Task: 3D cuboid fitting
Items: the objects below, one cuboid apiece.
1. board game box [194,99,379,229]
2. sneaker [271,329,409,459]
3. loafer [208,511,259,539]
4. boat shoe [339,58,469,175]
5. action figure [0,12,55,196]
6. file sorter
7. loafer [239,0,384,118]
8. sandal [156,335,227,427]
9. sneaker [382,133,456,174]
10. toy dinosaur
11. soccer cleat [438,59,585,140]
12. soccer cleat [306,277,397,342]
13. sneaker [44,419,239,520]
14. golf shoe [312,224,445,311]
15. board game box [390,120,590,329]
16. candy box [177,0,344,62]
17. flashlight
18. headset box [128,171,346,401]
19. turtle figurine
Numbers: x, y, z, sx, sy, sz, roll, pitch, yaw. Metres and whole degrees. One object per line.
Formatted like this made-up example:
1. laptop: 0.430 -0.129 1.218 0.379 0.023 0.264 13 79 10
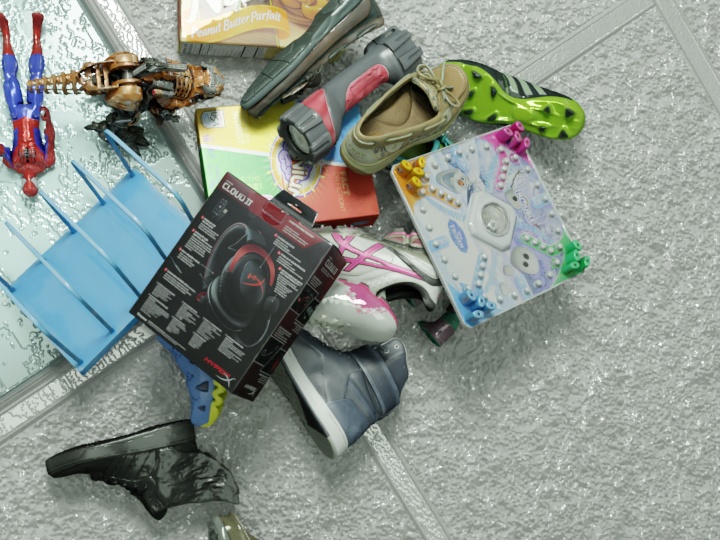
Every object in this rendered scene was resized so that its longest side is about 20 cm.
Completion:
1. board game box: -0.087 -0.120 1.085 0.196 0.040 0.156 -8 77 -15
2. sneaker: -0.032 0.094 1.080 0.145 0.077 0.204 -31 85 -23
3. loafer: -0.100 0.349 1.046 0.069 0.075 0.202 -38 99 -26
4. boat shoe: 0.061 -0.182 1.055 0.073 0.063 0.200 43 63 8
5. action figure: -0.369 -0.185 1.006 0.064 0.099 0.205 -5 89 -13
6. file sorter: -0.283 -0.025 0.975 0.138 0.123 0.200 39 76 20
7. loafer: -0.051 -0.241 1.058 0.200 0.072 0.063 -46 117 -2
8. sandal: -0.189 0.074 1.043 0.085 0.080 0.205 -2 78 -9
9. sneaker: 0.095 -0.130 1.125 0.196 0.080 0.079 16 81 -13
10. toy dinosaur: -0.253 -0.204 1.006 0.197 0.135 0.104 19 72 -22
11. soccer cleat: 0.188 -0.215 1.167 0.197 0.081 0.069 21 114 7
12. soccer cleat: -0.057 0.038 1.025 0.198 0.071 0.087 29 50 14
13. sneaker: -0.238 0.230 1.019 0.196 0.060 0.106 -13 88 -15
14. golf shoe: 0.000 0.000 1.061 0.196 0.073 0.094 2 69 14
15. board game box: 0.155 -0.060 1.067 0.197 0.026 0.203 -21 81 -30
16. candy box: -0.118 -0.316 1.099 0.196 0.055 0.118 0 86 -14
17. flashlight: -0.006 -0.202 1.073 0.199 0.068 0.068 -39 138 -24
18. headset box: -0.119 0.008 0.964 0.147 0.075 0.202 32 85 17
19. turtle figurine: 0.145 -0.005 1.122 0.199 0.101 0.151 -36 94 -9
